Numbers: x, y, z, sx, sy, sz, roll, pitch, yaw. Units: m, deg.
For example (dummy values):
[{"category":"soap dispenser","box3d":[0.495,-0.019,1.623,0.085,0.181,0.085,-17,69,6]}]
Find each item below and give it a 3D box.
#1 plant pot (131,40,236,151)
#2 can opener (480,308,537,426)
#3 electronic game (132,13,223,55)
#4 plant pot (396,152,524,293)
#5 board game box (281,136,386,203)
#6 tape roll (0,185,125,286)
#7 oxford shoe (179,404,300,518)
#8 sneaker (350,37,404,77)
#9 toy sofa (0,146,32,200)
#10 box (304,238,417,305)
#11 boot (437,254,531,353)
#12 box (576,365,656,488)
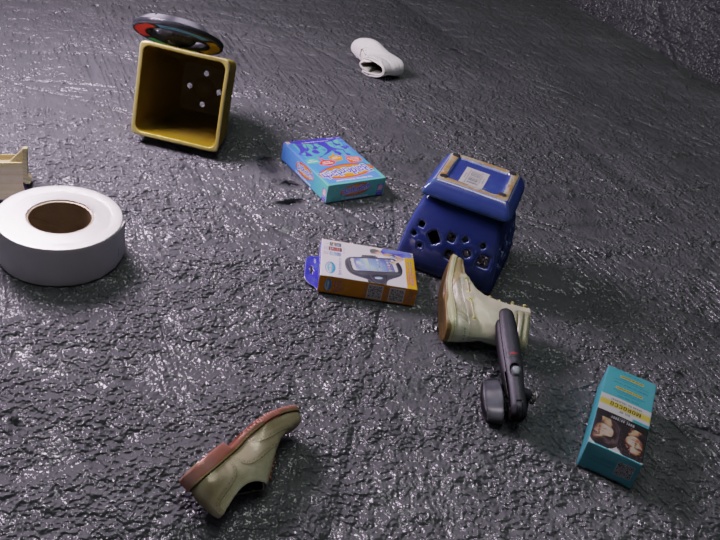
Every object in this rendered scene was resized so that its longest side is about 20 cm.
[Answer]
[{"category":"plant pot","box3d":[-0.374,-0.394,1.707,0.193,0.197,0.200,13,18,0]},{"category":"can opener","box3d":[0.227,0.143,1.179,0.078,0.064,0.202,12,53,-7]},{"category":"electronic game","box3d":[-0.397,-0.511,1.677,0.197,0.042,0.200,12,1,0]},{"category":"plant pot","box3d":[0.201,-0.103,1.468,0.198,0.182,0.200,21,33,11]},{"category":"board game box","box3d":[-0.061,-0.224,1.681,0.151,0.045,0.200,-12,42,-33]},{"category":"tape roll","box3d":[-0.492,-0.060,1.264,0.199,0.072,0.203,9,33,-6]},{"category":"oxford shoe","box3d":[-0.135,0.237,0.965,0.074,0.071,0.199,50,42,8]},{"category":"sneaker","box3d":[0.024,-0.642,2.308,0.199,0.074,0.115,35,36,28]},{"category":"toy sofa","box3d":[-0.692,-0.173,1.369,0.197,0.099,0.083,-3,11,-23]},{"category":"box","box3d":[0.000,0.000,1.373,0.197,0.042,0.120,10,33,-8]},{"category":"boot","box3d":[0.214,0.058,1.330,0.152,0.073,0.201,11,39,-2]},{"category":"box","box3d":[0.388,0.229,1.155,0.081,0.050,0.200,22,34,14]}]
